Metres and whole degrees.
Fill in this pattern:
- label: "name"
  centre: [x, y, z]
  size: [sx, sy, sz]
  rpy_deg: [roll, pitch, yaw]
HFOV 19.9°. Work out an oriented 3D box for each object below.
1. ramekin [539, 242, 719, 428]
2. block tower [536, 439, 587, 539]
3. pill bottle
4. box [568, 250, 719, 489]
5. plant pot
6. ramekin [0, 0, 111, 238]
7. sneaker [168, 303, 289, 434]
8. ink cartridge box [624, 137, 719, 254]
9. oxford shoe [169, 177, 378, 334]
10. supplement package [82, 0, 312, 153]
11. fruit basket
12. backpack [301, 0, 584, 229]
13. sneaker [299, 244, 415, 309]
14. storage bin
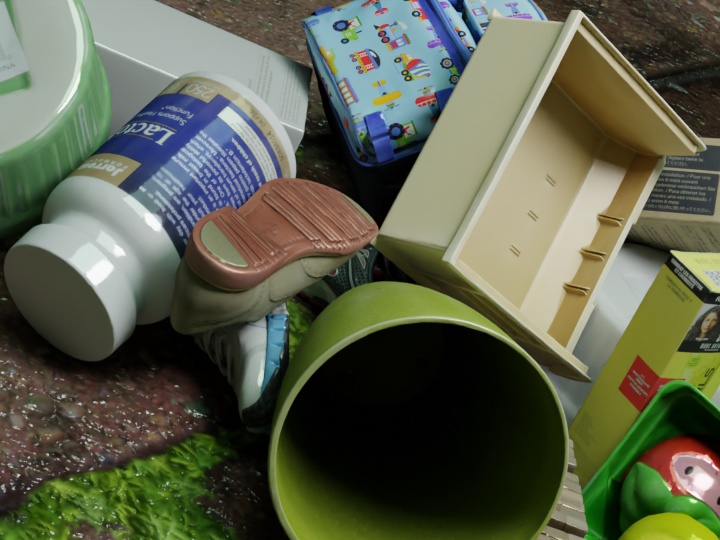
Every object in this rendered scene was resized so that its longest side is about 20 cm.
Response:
- label: "ramekin"
  centre: [0.232, 0.067, 1.606]
  size: [0.199, 0.098, 0.201]
  rpy_deg: [22, 29, -13]
- label: "block tower"
  centre: [0.118, 0.183, 1.361]
  size: [0.057, 0.054, 0.200]
  rpy_deg: [21, 30, -12]
- label: "pill bottle"
  centre: [-0.141, -0.036, 1.377]
  size: [0.115, 0.116, 0.200]
  rpy_deg: [34, 52, 11]
- label: "box"
  centre: [0.212, 0.080, 1.458]
  size: [0.075, 0.201, 0.050]
  rpy_deg: [2, 36, -41]
- label: "plant pot"
  centre: [0.023, 0.084, 1.339]
  size: [0.186, 0.188, 0.200]
  rpy_deg: [20, 15, -14]
- label: "ramekin"
  centre: [-0.267, -0.129, 1.378]
  size: [0.198, 0.098, 0.201]
  rpy_deg: [2, 68, -6]
- label: "sneaker"
  centre: [-0.091, 0.042, 1.411]
  size: [0.086, 0.075, 0.201]
  rpy_deg: [1, 34, -6]
- label: "ink cartridge box"
  centre: [0.242, -0.051, 1.676]
  size: [0.164, 0.076, 0.200]
  rpy_deg: [7, -11, 22]
- label: "oxford shoe"
  centre: [-0.062, -0.009, 1.364]
  size: [0.071, 0.074, 0.200]
  rpy_deg: [43, 31, 20]
- label: "supplement package"
  centre: [-0.151, -0.120, 1.549]
  size: [0.199, 0.122, 0.120]
  rpy_deg: [23, 28, -11]
- label: "fruit basket"
  centre: [0.233, 0.190, 1.375]
  size: [0.215, 0.156, 0.216]
  rpy_deg: [35, 12, -9]
- label: "backpack"
  centre: [0.073, -0.142, 1.577]
  size: [0.199, 0.135, 0.183]
  rpy_deg: [-18, 52, -3]
- label: "sneaker"
  centre: [0.000, 0.000, 1.535]
  size: [0.080, 0.075, 0.200]
  rpy_deg: [6, 35, -35]
- label: "storage bin"
  centre: [0.134, -0.051, 1.478]
  size: [0.093, 0.201, 0.198]
  rpy_deg: [14, -19, 47]
